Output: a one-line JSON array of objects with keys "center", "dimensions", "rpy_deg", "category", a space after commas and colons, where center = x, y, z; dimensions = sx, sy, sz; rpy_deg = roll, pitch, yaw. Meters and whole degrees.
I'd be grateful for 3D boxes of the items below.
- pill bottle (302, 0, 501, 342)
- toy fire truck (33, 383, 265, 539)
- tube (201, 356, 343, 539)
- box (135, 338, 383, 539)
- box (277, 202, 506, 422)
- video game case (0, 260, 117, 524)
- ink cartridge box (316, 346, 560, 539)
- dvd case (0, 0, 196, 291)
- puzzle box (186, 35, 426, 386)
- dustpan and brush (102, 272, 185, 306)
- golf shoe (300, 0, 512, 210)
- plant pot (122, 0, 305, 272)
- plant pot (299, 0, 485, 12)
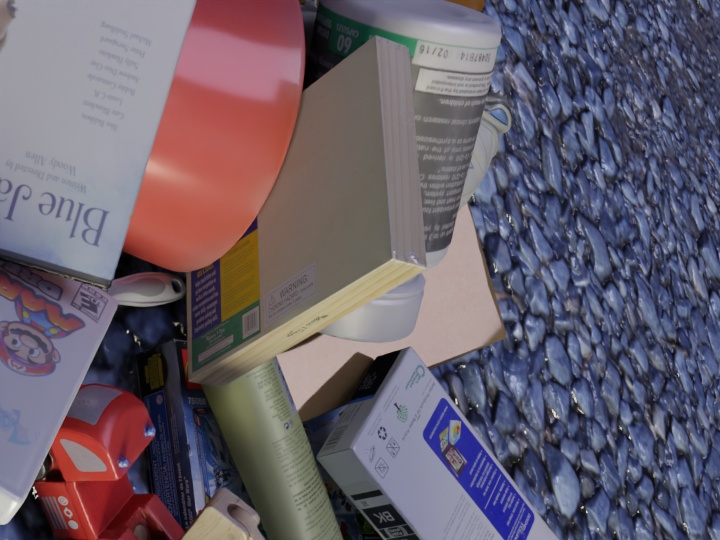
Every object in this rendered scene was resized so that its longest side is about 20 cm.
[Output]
[{"center": [0.011, -0.066, 0.894], "dimensions": [0.113, 0.112, 0.202], "rpy_deg": [-17, 124, -57], "category": "pill bottle"}, {"center": [-0.099, 0.153, 0.806], "dimensions": [0.049, 0.140, 0.202], "rpy_deg": [-53, 134, -54], "category": "toy fire truck"}, {"center": [-0.045, 0.143, 0.918], "dimensions": [0.058, 0.052, 0.201], "rpy_deg": [-27, 101, -27], "category": "tube"}, {"center": [-0.062, 0.125, 0.980], "dimensions": [0.199, 0.040, 0.138], "rpy_deg": [13, 63, -52], "category": "box"}, {"center": [0.000, 0.000, 0.996], "dimensions": [0.199, 0.021, 0.165], "rpy_deg": [-19, 94, -33], "category": "box"}, {"center": [-0.227, 0.013, 0.713], "dimensions": [0.199, 0.024, 0.182], "rpy_deg": [34, 27, -12], "category": "video game case"}, {"center": [0.059, 0.157, 0.972], "dimensions": [0.200, 0.039, 0.100], "rpy_deg": [52, 44, -18], "category": "ink cartridge box"}, {"center": [-0.165, -0.105, 0.738], "dimensions": [0.142, 0.018, 0.202], "rpy_deg": [17, 91, -25], "category": "dvd case"}, {"center": [-0.038, -0.028, 0.824], "dimensions": [0.025, 0.199, 0.134], "rpy_deg": [14, 61, -35], "category": "puzzle box"}, {"center": [-0.184, 0.017, 0.841], "dimensions": [0.199, 0.057, 0.141], "rpy_deg": [0, 72, -56], "category": "dustpan and brush"}, {"center": [0.010, -0.108, 0.965], "dimensions": [0.199, 0.078, 0.098], "rpy_deg": [25, 75, -24], "category": "golf shoe"}, {"center": [-0.157, -0.115, 0.845], "dimensions": [0.176, 0.200, 0.202], "rpy_deg": [14, 60, -34], "category": "plant pot"}, {"center": [0.009, -0.143, 1.115], "dimensions": [0.200, 0.199, 0.185], "rpy_deg": [-44, 124, -55], "category": "plant pot"}]
